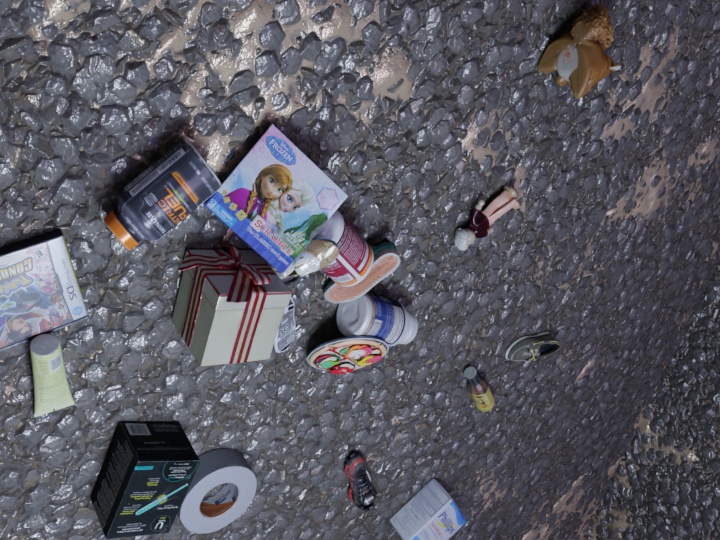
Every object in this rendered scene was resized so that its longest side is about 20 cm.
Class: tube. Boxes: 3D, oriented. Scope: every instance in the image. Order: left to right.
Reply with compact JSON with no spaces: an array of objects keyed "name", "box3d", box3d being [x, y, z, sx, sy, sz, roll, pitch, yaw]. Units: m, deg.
[{"name":"tube","box3d":[-0.575,0.200,1.365,0.057,0.052,0.202,15,133,0]}]

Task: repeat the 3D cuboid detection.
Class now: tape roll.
[{"name":"tape roll","box3d":[-0.348,0.525,1.760,0.197,0.066,0.204,-20,128,-27]}]

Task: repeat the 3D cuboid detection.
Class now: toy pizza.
[{"name":"toy pizza","box3d":[-0.028,0.207,1.746,0.195,0.032,0.201,-8,154,-4]}]

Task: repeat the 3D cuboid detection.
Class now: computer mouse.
[{"name":"computer mouse","box3d":[-0.179,0.091,1.606,0.109,0.043,0.203,-37,142,-45]}]

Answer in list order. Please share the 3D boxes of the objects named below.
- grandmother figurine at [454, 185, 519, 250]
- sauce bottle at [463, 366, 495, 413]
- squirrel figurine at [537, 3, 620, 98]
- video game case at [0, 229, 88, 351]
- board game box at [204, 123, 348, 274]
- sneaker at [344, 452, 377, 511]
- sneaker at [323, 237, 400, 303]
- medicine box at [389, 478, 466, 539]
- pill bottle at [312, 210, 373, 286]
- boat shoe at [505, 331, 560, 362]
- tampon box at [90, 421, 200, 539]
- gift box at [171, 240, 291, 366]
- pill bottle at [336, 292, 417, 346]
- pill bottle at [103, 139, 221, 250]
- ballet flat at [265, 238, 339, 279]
[{"name":"grandmother figurine","box3d":[0.310,-0.127,1.846,0.199,0.060,0.122,-42,127,-11]},{"name":"sauce bottle","box3d":[0.352,0.354,2.205,0.064,0.065,0.201,-40,134,-8]},{"name":"squirrel figurine","box3d":[0.538,-0.507,1.716,0.184,0.141,0.203,-7,126,-42]},{"name":"video game case","box3d":[-0.586,0.042,1.267,0.197,0.025,0.184,-23,131,-26]},{"name":"board game box","box3d":[-0.159,-0.135,1.407,0.199,0.041,0.200,41,90,-15]},{"name":"sneaker","box3d":[0.004,0.598,2.068,0.070,0.098,0.204,-22,129,-22]},{"name":"sneaker","box3d":[0.000,0.000,1.680,0.198,0.081,0.072,-31,126,12]},{"name":"medicine box","box3d":[0.219,0.805,2.377,0.199,0.103,0.183,-39,136,-9]},{"name":"pill bottle","box3d":[-0.062,-0.060,1.553,0.113,0.113,0.200,-46,137,-2]},{"name":"boat shoe","box3d":[0.532,0.241,2.271,0.198,0.060,0.073,-14,127,-31]},{"name":"tampon box","box3d":[-0.459,0.442,1.569,0.148,0.126,0.203,11,112,-42]},{"name":"gift box","box3d":[-0.259,0.063,1.430,0.197,0.184,0.190,-3,123,-44]},{"name":"pill bottle","box3d":[0.045,0.119,1.762,0.198,0.111,0.112,18,107,-44]},{"name":"pill bottle","box3d":[-0.348,-0.125,1.285,0.199,0.106,0.107,-41,136,-7]},{"name":"ballet flat","box3d":[-0.126,-0.012,1.482,0.071,0.197,0.066,52,45,-25]}]
